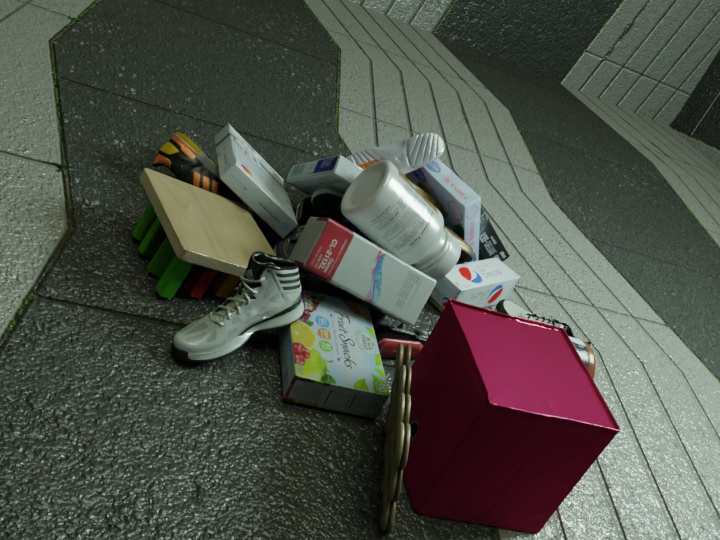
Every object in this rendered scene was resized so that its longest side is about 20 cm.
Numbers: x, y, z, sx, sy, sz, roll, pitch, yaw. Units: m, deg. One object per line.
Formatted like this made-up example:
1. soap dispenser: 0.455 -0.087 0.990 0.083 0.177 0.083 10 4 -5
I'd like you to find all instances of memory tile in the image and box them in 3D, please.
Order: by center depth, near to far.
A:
1. memory tile: 0.043 0.199 0.928 0.017 0.155 0.201 8 31 0

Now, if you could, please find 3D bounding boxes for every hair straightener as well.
1. hair straightener: 0.092 0.105 1.221 0.198 0.041 0.077 5 36 -33

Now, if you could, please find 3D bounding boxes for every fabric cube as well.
1. fabric cube: 0.176 0.192 0.994 0.197 0.201 0.197 15 33 -20

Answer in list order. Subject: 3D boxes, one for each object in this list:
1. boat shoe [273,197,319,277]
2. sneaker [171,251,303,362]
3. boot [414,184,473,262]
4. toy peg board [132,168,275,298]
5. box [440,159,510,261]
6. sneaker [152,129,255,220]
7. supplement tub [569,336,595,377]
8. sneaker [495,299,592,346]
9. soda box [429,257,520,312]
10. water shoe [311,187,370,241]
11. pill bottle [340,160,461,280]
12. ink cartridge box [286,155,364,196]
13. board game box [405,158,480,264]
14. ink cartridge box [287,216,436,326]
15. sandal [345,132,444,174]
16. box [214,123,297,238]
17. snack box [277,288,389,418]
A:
1. boat shoe: -0.103 -0.062 1.304 0.072 0.063 0.201 20 30 -10
2. sneaker: -0.166 0.036 1.008 0.199 0.117 0.075 -24 41 -31
3. boot: 0.137 -0.093 1.402 0.199 0.074 0.076 36 67 -1
4. toy peg board: -0.240 -0.033 1.145 0.198 0.098 0.201 19 27 -46
5. box: 0.224 -0.120 1.591 0.158 0.049 0.201 50 8 -45
6. sneaker: -0.270 -0.142 1.304 0.200 0.090 0.070 47 -5 -8
7. supplement tub: 0.280 0.144 1.244 0.197 0.108 0.108 17 31 -18
8. sneaker: 0.335 0.109 1.372 0.199 0.081 0.073 39 33 23
9. soda box: 0.211 0.029 1.413 0.198 0.064 0.068 -9 43 -47
10. water shoe: -0.018 -0.055 1.302 0.200 0.071 0.079 48 39 -6
11. pill bottle: 0.072 -0.075 1.240 0.200 0.114 0.115 42 22 -27
12. ink cartridge box: -0.010 -0.136 1.363 0.198 0.044 0.195 28 -12 -28
13. board game box: 0.158 -0.122 1.483 0.041 0.201 0.200 -29 53 -16
14. ink cartridge box: 0.000 0.000 1.181 0.198 0.084 0.146 30 -4 -15
15. sandal: 0.062 -0.195 1.425 0.204 0.059 0.080 -17 71 4
16. box: -0.185 -0.160 1.324 0.156 0.041 0.201 45 10 -31
17. snack box: -0.045 0.113 1.087 0.140 0.053 0.201 16 31 -21
